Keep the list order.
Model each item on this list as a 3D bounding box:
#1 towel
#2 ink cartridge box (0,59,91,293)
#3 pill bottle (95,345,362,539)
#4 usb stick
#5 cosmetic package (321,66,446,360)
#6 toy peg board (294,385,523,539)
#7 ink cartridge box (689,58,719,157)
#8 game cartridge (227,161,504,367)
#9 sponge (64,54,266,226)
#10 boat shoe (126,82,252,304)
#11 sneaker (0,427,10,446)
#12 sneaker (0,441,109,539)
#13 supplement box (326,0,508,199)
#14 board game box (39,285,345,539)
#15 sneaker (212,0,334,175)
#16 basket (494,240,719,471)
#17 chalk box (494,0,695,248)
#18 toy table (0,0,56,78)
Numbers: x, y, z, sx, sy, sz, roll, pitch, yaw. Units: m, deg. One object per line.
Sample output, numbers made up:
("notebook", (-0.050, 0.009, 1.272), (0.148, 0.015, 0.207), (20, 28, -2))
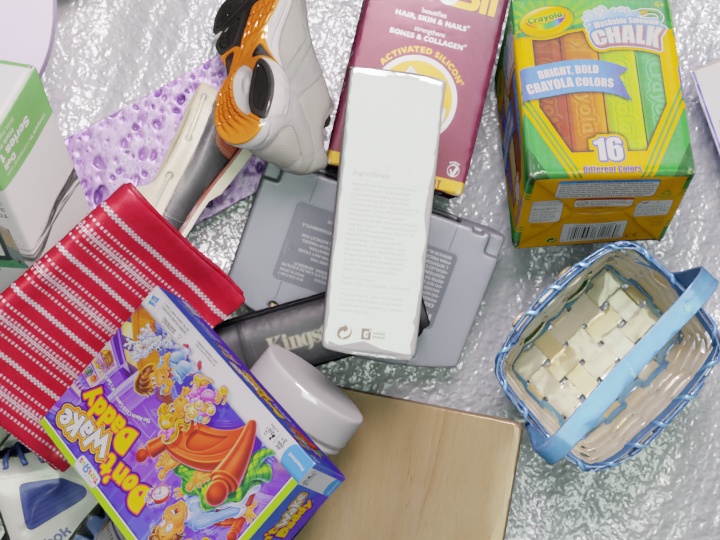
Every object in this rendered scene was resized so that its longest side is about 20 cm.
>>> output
("towel", (-0.196, 0.045, 1.101), (0.200, 0.022, 0.145), (-43, 125, -1))
("ink cartridge box", (-0.288, -0.063, 1.089), (0.145, 0.200, 0.085), (10, 54, 16))
("pill bottle", (-0.094, 0.161, 1.113), (0.120, 0.120, 0.200), (38, 97, -4))
("usb stick", (-0.046, 0.050, 1.167), (0.199, 0.033, 0.056), (-16, 86, 2))
("cosmetic package", (0.016, -0.045, 1.089), (0.074, 0.102, 0.201), (7, 98, -2))
("toy peg board", (0.021, 0.199, 1.199), (0.198, 0.098, 0.201), (10, 91, 12))
("ink cartridge box", (0.385, -0.105, 1.215), (0.199, 0.043, 0.199), (-20, 93, -4))
("game cartridge", (0.000, 0.000, 1.192), (0.199, 0.040, 0.134), (19, 100, -6))
("sponge", (-0.153, -0.087, 1.196), (0.199, 0.030, 0.112), (-29, 94, -1))
("boat shoe", (-0.155, -0.050, 1.146), (0.062, 0.071, 0.200), (38, 86, -17))
("sneaker", (-0.291, 0.079, 1.178), (0.084, 0.075, 0.200), (37, 80, -5))
("sneaker", (-0.233, 0.153, 1.178), (0.115, 0.081, 0.200), (26, 93, -6))
("supplement box", (0.047, -0.166, 1.174), (0.110, 0.086, 0.201), (13, 92, -3))
("board game box", (-0.121, 0.125, 1.041), (0.135, 0.045, 0.200), (-49, 56, 4))
("sneaker", (-0.061, -0.154, 1.155), (0.075, 0.201, 0.092), (-24, 136, 31))
("basket", (0.186, 0.068, 1.133), (0.139, 0.200, 0.176), (45, 89, -4))
("chalk box", (0.172, -0.134, 1.147), (0.124, 0.124, 0.201), (-3, 67, -3))
("toy table", (-0.290, -0.218, 1.141), (0.183, 0.117, 0.201), (-1, 93, -3))
